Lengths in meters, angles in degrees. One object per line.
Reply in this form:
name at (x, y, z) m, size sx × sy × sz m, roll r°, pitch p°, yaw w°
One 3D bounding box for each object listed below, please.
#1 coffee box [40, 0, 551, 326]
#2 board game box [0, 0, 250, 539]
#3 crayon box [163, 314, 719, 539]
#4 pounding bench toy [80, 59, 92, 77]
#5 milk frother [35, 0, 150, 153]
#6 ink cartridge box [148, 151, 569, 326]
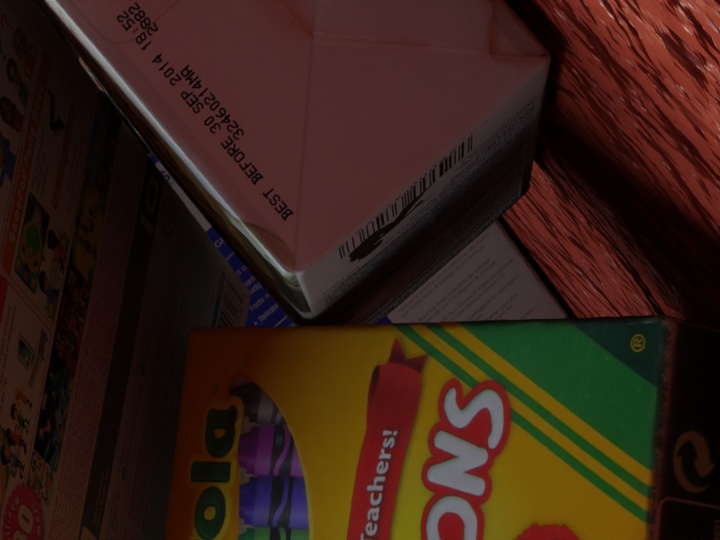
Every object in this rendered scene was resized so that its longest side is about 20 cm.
coffee box at (-0.018, -0.052, 0.743) m, size 0.113 × 0.080 × 0.200 m, roll 50°, pitch 177°, yaw 6°
board game box at (-0.100, 0.024, 0.746) m, size 0.200 × 0.064 × 0.148 m, roll 59°, pitch -146°, yaw -55°
crayon box at (0.010, 0.078, 0.718) m, size 0.051 × 0.128 × 0.200 m, roll 13°, pitch 169°, yaw -41°
pounding bench toy at (-0.155, -0.069, 1.317) m, size 0.124 × 0.200 × 0.156 m, roll 53°, pitch 175°, yaw -7°
milk frother at (-0.154, -0.064, 1.008) m, size 0.200 × 0.181 × 0.188 m, roll 27°, pitch 180°, yaw 25°
ink cartridge box at (0.000, 0.000, 1.011) m, size 0.200 × 0.095 × 0.037 m, roll 52°, pitch 177°, yaw -39°
